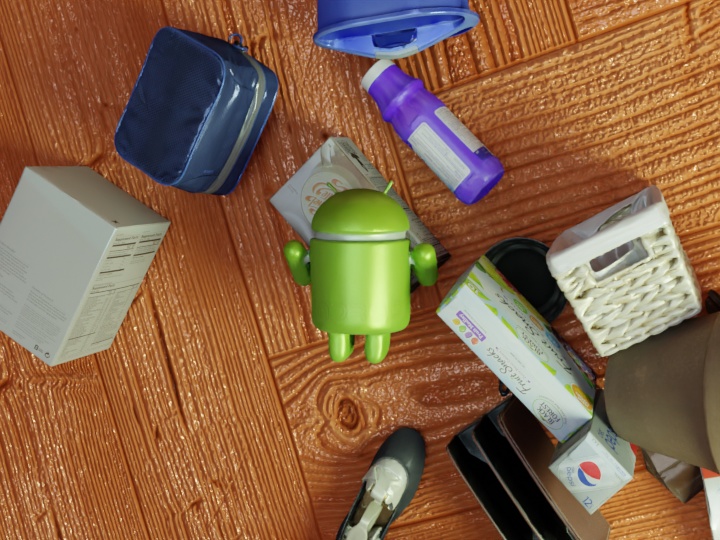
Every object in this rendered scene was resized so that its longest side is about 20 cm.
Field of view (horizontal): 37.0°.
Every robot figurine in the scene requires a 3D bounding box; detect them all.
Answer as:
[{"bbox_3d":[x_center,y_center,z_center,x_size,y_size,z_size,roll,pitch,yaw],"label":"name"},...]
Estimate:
[{"bbox_3d":[0.000,0.000,1.220,0.172,0.116,0.204,0,96,11],"label":"robot figurine"}]

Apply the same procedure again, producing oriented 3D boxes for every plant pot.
[{"bbox_3d":[0.355,0.124,1.125,0.173,0.199,0.204,-1,95,41],"label":"plant pot"}]

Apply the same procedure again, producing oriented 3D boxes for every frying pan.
[{"bbox_3d":[0.203,0.051,1.293,0.113,0.031,0.193,-11,104,20],"label":"frying pan"}]

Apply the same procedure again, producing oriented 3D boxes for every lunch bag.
[{"bbox_3d":[-0.195,-0.202,1.338,0.135,0.132,0.202,35,105,27],"label":"lunch bag"}]

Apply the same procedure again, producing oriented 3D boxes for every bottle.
[{"bbox_3d":[0.083,-0.168,1.280,0.200,0.083,0.065,47,106,7],"label":"bottle"}]

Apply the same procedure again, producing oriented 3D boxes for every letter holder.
[{"bbox_3d":[0.192,0.265,1.258,0.100,0.142,0.201,-36,85,16],"label":"letter holder"}]

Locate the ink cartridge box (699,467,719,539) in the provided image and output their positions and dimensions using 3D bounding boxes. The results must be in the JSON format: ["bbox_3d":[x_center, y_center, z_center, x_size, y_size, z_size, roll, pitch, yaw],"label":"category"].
[{"bbox_3d":[0.463,0.241,1.194,0.160,0.057,0.203,-12,111,12],"label":"ink cartridge box"}]

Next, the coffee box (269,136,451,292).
[{"bbox_3d":[0.000,-0.052,1.318,0.114,0.080,0.201,-42,83,16],"label":"coffee box"}]

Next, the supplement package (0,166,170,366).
[{"bbox_3d":[-0.377,-0.011,1.398,0.151,0.150,0.202,32,103,12],"label":"supplement package"}]

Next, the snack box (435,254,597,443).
[{"bbox_3d":[0.181,0.084,1.219,0.200,0.142,0.053,46,111,1],"label":"snack box"}]

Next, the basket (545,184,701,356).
[{"bbox_3d":[0.293,-0.002,1.177,0.134,0.200,0.125,-27,92,17],"label":"basket"}]

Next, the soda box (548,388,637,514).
[{"bbox_3d":[0.264,0.197,1.199,0.068,0.200,0.063,47,107,7],"label":"soda box"}]

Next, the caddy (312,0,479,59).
[{"bbox_3d":[0.039,-0.300,1.253,0.197,0.141,0.107,-5,89,17],"label":"caddy"}]

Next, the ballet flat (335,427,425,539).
[{"bbox_3d":[0.022,0.293,1.351,0.072,0.073,0.202,30,102,12],"label":"ballet flat"}]

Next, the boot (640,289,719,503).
[{"bbox_3d":[0.385,0.149,1.235,0.199,0.064,0.187,-38,85,21],"label":"boot"}]
